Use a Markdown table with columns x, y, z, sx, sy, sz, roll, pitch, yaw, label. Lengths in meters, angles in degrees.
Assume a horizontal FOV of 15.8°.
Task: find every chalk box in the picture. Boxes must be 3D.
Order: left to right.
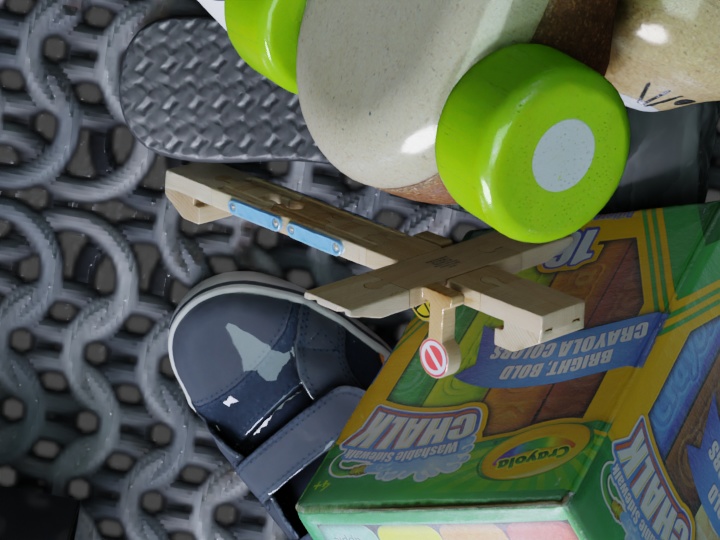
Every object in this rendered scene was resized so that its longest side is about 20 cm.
| x | y | z | sx | sy | sz | roll | pitch | yaw | label |
| --- | --- | --- | --- | --- | --- | --- | --- | --- | --- |
| 0.070 | 0.088 | 0.931 | 0.124 | 0.200 | 0.124 | -6 | 127 | 38 | chalk box |

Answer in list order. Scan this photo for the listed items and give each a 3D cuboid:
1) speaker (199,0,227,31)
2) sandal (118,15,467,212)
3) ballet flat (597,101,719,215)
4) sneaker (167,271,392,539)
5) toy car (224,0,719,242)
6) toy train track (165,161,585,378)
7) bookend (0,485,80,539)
| x | y | z | sx | sy | sz | roll | pitch | yaw | label |
| --- | --- | --- | --- | --- | --- | --- | --- | --- | --- |
| -0.066 | -0.160 | 0.869 | 0.081 | 0.081 | 0.200 | -33 | 126 | 15 | speaker |
| 0.006 | -0.066 | 0.984 | 0.199 | 0.045 | 0.076 | 8 | 98 | 20 | sandal |
| 0.109 | -0.061 | 0.982 | 0.066 | 0.057 | 0.201 | 20 | 119 | 10 | ballet flat |
| 0.002 | 0.085 | 1.027 | 0.200 | 0.079 | 0.078 | 43 | 109 | -11 | sneaker |
| 0.088 | -0.081 | 0.843 | 0.199 | 0.164 | 0.158 | 18 | 101 | -37 | toy car |
| 0.000 | 0.000 | 0.952 | 0.199 | 0.114 | 0.033 | 22 | 119 | 42 | toy train track |
| -0.195 | 0.089 | 1.034 | 0.198 | 0.092 | 0.201 | 10 | 110 | -2 | bookend |
